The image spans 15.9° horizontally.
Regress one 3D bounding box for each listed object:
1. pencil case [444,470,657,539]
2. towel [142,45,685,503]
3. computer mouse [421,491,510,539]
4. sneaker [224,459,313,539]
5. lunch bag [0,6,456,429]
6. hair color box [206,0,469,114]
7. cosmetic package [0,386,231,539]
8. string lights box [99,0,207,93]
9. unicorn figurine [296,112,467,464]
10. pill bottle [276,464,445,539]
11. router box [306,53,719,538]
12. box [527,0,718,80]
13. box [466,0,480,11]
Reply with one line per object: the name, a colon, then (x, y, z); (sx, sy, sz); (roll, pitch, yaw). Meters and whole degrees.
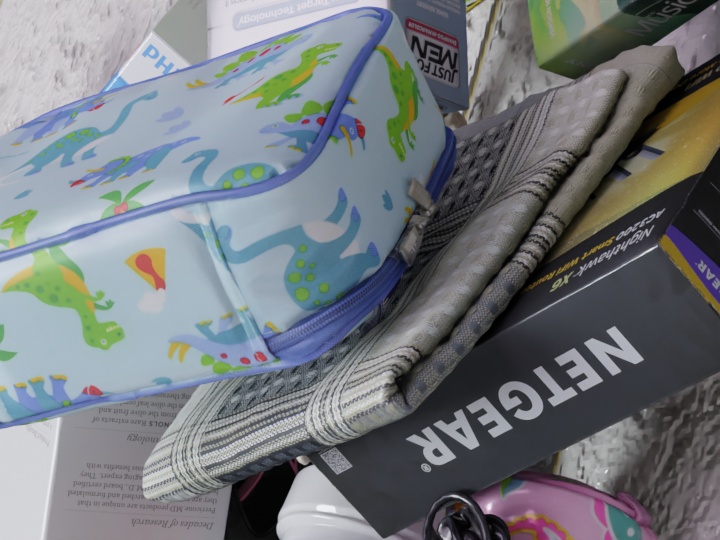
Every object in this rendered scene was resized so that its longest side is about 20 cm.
pencil case: (0.054, 0.175, 0.960); (0.087, 0.087, 0.202); (-2, 73, 59)
towel: (0.014, -0.002, 0.973); (0.200, 0.035, 0.192); (-50, 13, -31)
computer mouse: (-0.023, 0.173, 0.937); (0.199, 0.046, 0.141); (-19, 63, 18)
sneaker: (-0.021, 0.080, 1.161); (0.095, 0.079, 0.201); (-37, 44, 29)
lunch bag: (-0.069, -0.020, 0.952); (0.199, 0.083, 0.161); (-15, 25, 24)
hair color box: (-0.012, -0.163, 1.117); (0.098, 0.060, 0.202); (-10, 75, 34)
cosmetic package: (-0.112, 0.109, 1.091); (0.108, 0.084, 0.202); (-150, 67, -65)
string lights box: (-0.127, -0.061, 1.372); (0.200, 0.059, 0.103); (-47, 6, 31)
unicorn figurine: (0.000, 0.000, 1.133); (0.137, 0.074, 0.201); (-22, 54, 2)
pill bottle: (-0.022, 0.185, 1.029); (0.113, 0.113, 0.201); (-19, 43, 55)
router box: (0.085, 0.001, 0.945); (0.200, 0.052, 0.157); (-32, 15, 44)
box: (0.129, -0.176, 0.956); (0.200, 0.036, 0.145); (-35, 52, 47)
box: (0.070, -0.186, 1.144); (0.200, 0.070, 0.065); (-33, 51, 49)
